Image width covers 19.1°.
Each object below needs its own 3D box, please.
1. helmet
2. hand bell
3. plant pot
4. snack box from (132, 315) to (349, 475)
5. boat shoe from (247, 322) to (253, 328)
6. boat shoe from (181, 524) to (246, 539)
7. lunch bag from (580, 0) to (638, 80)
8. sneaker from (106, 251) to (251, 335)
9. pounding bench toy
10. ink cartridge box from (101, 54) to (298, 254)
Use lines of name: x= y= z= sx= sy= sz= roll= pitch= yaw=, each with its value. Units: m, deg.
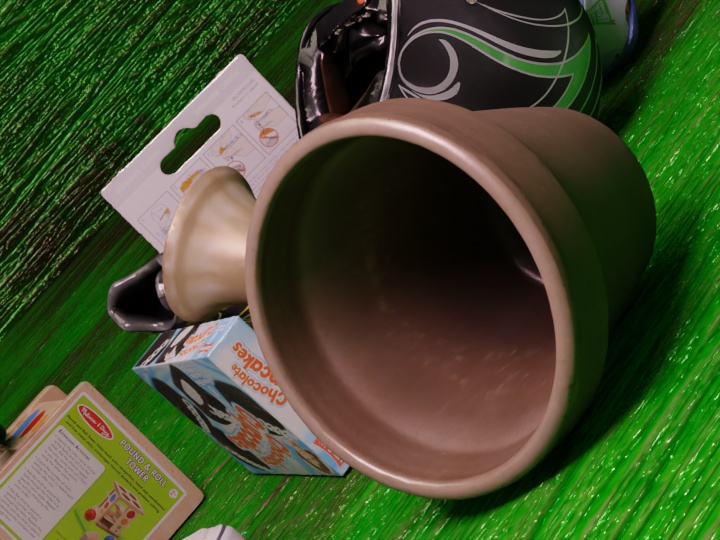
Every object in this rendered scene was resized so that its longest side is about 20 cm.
helmet: x=0.069 y=-0.123 z=1.445 sx=0.200 sy=0.189 sz=0.202 roll=-33 pitch=52 yaw=55
hand bell: x=-0.015 y=0.006 z=1.356 sx=0.199 sy=0.105 sz=0.104 roll=15 pitch=48 yaw=26
plant pot: x=0.067 y=-0.005 z=1.111 sx=0.200 sy=0.201 sz=0.174 roll=-36 pitch=-5 yaw=41
snack box: x=-0.075 y=0.085 z=1.409 sx=0.037 sy=0.116 sz=0.200 roll=-52 pitch=12 yaw=-16
boat shoe: x=0.000 y=0.000 z=1.579 sx=0.199 sy=0.072 sz=0.065 roll=-36 pitch=5 yaw=19
boat shoe: x=-0.156 y=0.214 z=1.378 sx=0.200 sy=0.066 sz=0.072 roll=-39 pitch=12 yaw=32
lunch bag: x=0.123 y=-0.186 z=1.642 sx=0.200 sy=0.075 sz=0.161 roll=-35 pitch=54 yaw=44
sneaker: x=-0.093 y=0.010 z=1.485 sx=0.199 sy=0.075 sz=0.084 roll=-24 pitch=-9 yaw=37
pounding bench toy: x=-0.245 y=0.145 z=1.605 sx=0.124 sy=0.200 sz=0.156 roll=-48 pitch=12 yaw=-15
ink cartridge box: x=-0.083 y=-0.048 z=1.705 sx=0.162 sy=0.200 sz=0.050 roll=-44 pitch=11 yaw=5
